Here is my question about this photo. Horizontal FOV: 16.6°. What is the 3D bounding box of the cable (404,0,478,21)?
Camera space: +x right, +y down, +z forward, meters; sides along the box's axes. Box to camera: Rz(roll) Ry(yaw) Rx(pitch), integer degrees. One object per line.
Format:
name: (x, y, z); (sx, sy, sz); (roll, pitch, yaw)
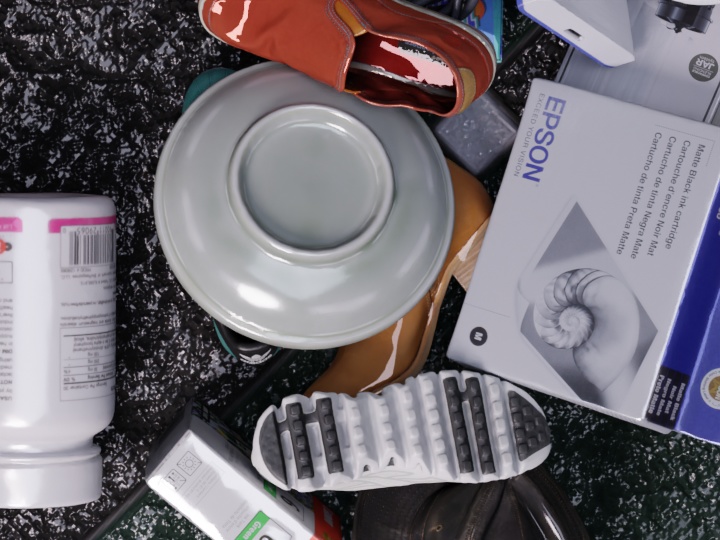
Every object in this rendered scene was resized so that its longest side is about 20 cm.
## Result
cable: (0.012, -0.239, 1.582); (0.163, 0.051, 0.201); (-11, 112, 17)

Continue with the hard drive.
hard drive: (0.129, -0.245, 1.598); (0.025, 0.132, 0.201); (-16, 69, 28)

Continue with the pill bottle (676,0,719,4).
pill bottle: (0.233, -0.275, 1.599); (0.114, 0.114, 0.200); (22, 56, -7)

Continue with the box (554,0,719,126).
box: (0.195, -0.119, 1.653); (0.116, 0.060, 0.201); (25, 92, 22)

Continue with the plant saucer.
plant saucer: (-0.034, -0.051, 1.596); (0.199, 0.050, 0.201); (2, 72, -7)

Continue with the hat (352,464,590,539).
hat: (0.088, 0.184, 1.627); (0.200, 0.081, 0.201); (10, 58, -16)

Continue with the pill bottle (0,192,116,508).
pill bottle: (-0.217, 0.050, 1.618); (0.113, 0.113, 0.201); (1, 93, -6)

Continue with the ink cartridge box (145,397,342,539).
ink cartridge box: (-0.052, 0.174, 1.644); (0.200, 0.109, 0.050); (40, 95, -7)

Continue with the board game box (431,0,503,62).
board game box: (0.022, -0.241, 1.658); (0.152, 0.045, 0.201); (2, 93, -6)

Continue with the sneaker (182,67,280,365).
sneaker: (-0.078, -0.037, 1.642); (0.071, 0.080, 0.201); (-10, 94, -3)

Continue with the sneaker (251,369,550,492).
sneaker: (0.024, 0.110, 1.602); (0.199, 0.081, 0.075); (-1, 75, -13)

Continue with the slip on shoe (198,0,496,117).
slip on shoe: (-0.012, -0.148, 1.589); (0.199, 0.061, 0.074); (18, 126, 7)

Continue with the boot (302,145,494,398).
boot: (0.000, 0.000, 1.663); (0.200, 0.074, 0.155); (-40, 94, -8)

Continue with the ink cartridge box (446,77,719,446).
ink cartridge box: (0.176, -0.006, 1.590); (0.199, 0.041, 0.200); (16, 88, 21)
